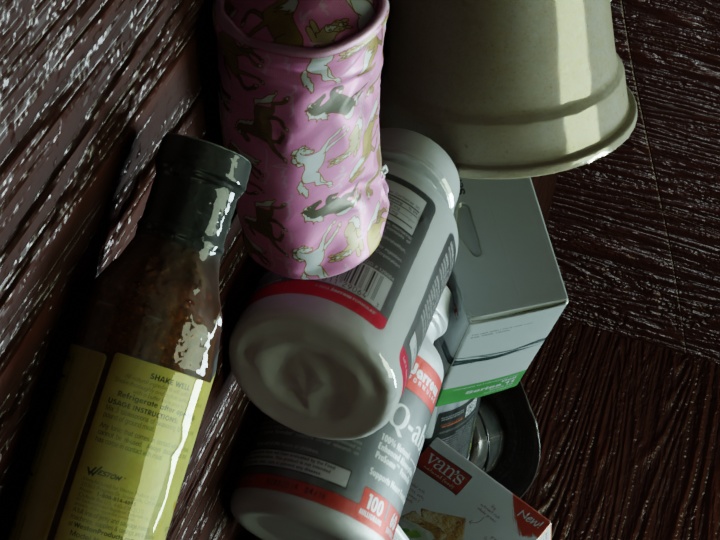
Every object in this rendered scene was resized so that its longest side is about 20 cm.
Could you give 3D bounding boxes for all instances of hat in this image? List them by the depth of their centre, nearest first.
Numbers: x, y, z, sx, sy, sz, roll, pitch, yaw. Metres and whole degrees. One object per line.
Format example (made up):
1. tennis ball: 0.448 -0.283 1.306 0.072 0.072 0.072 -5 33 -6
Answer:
1. hat: 0.084 0.173 1.515 0.081 0.199 0.203 -14 122 -52

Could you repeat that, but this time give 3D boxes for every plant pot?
1. plant pot: 0.095 -0.192 1.014 0.201 0.198 0.185 -61 152 -53

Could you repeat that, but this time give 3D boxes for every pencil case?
1. pencil case: -0.026 -0.079 0.743 0.201 0.082 0.087 88 21 -58

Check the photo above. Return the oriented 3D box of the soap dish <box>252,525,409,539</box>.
1. soap dish: -0.018 0.261 1.116 0.201 0.080 0.158 57 40 -35

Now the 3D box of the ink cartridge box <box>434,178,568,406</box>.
1. ink cartridge box: 0.088 0.003 1.152 0.200 0.082 0.148 104 -27 -68

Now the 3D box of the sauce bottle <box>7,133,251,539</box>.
1. sauce bottle: -0.092 0.044 0.612 0.066 0.065 0.202 49 59 -78

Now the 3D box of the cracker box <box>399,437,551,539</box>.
1. cracker box: 0.055 0.261 1.259 0.200 0.133 0.058 -45 151 -22

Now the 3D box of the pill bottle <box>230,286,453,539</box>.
1. pill bottle: -0.007 0.095 1.020 0.116 0.115 0.202 84 24 -65

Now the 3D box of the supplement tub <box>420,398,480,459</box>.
1. supplement tub: 0.051 0.132 1.379 0.201 0.121 0.123 95 15 -45

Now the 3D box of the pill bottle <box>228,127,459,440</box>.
1. pill bottle: 0.000 0.000 0.927 0.111 0.110 0.201 96 14 -45
